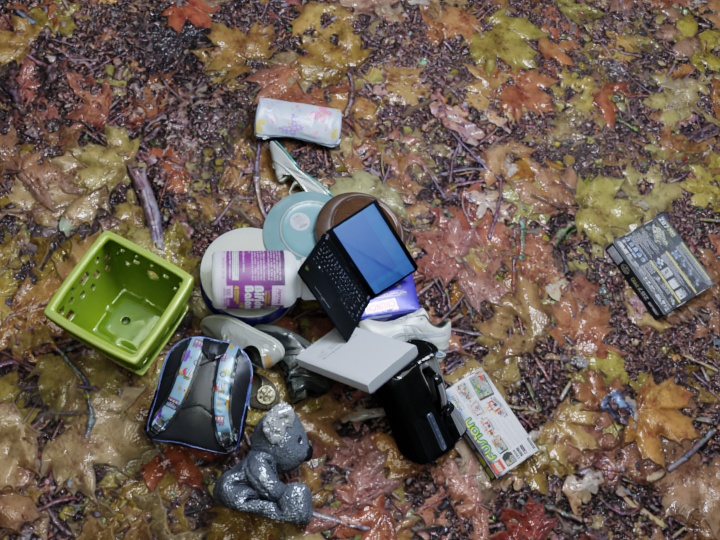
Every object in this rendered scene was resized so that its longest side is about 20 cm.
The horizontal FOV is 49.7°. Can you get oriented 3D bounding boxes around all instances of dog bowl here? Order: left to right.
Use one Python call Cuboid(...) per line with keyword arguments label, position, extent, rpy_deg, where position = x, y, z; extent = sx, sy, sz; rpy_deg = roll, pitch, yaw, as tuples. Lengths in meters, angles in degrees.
Cuboid(label="dog bowl", position=(-0.227, 0.016, 1.590), extent=(0.200, 0.079, 0.200), rpy_deg=(3, 67, -8))

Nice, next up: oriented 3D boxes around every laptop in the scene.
Cuboid(label="laptop", position=(0.000, 0.000, 1.490), extent=(0.177, 0.103, 0.200), rpy_deg=(56, 39, -22))

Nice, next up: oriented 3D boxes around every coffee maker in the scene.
Cuboid(label="coffee maker", position=(0.087, 0.259, 1.482), extent=(0.192, 0.135, 0.200), rpy_deg=(-21, 107, 2))

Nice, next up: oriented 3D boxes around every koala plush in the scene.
Cuboid(label="koala plush", position=(-0.160, 0.344, 1.415), extent=(0.183, 0.177, 0.200), rpy_deg=(12, 73, 3))

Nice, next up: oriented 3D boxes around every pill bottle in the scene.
Cuboid(label="pill bottle", position=(-0.183, 0.017, 1.492), extent=(0.200, 0.112, 0.112), rpy_deg=(-1, 68, -9))

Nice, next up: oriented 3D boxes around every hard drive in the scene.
Cuboid(label="hard drive", position=(-0.009, 0.160, 1.457), extent=(0.132, 0.200, 0.027), rpy_deg=(-35, 121, -34))

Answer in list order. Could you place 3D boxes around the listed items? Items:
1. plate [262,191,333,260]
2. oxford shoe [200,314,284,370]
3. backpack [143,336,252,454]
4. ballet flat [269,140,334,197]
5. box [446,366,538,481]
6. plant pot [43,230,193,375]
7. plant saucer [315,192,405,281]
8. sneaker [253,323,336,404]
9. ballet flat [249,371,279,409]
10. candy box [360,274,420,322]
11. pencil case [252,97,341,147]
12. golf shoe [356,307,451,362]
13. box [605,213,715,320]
Cuboid(label="plate", position=(-0.099, -0.079, 1.594), extent=(0.200, 0.026, 0.201), rpy_deg=(4, 66, -9))
Cuboid(label="oxford shoe", position=(-0.240, 0.139, 1.509), extent=(0.200, 0.075, 0.058), rpy_deg=(19, 45, 27))
Cuboid(label="backpack", position=(-0.291, 0.230, 1.448), extent=(0.182, 0.135, 0.200), rpy_deg=(11, 76, -3))
Cuboid(label="ballet flat", position=(-0.145, -0.201, 1.705), extent=(0.200, 0.069, 0.069), rpy_deg=(45, 68, 9))
Cuboid(label="box", position=(0.256, 0.308, 1.572), extent=(0.110, 0.035, 0.200), rpy_deg=(-28, 75, -18))
Cuboid(label="plant pot", position=(-0.444, 0.076, 1.475), extent=(0.200, 0.182, 0.199), rpy_deg=(29, 67, 3))
Cuboid(label="plant saucer", position=(0.008, -0.076, 1.590), extent=(0.200, 0.034, 0.201), rpy_deg=(8, 67, -20))
Cuboid(label="sneaker", position=(-0.142, 0.187, 1.535), extent=(0.199, 0.076, 0.114), rpy_deg=(31, 60, -2))
Cuboid(label="ballet flat", position=(-0.245, 0.205, 1.527), extent=(0.200, 0.046, 0.067), rpy_deg=(36, 68, 6))
Cuboid(label="candy box", position=(0.018, 0.013, 1.632), extent=(0.169, 0.077, 0.200), rpy_deg=(-6, 68, -13))
Cuboid(label="pencil case", position=(-0.140, -0.330, 1.742), extent=(0.200, 0.083, 0.091), rpy_deg=(5, 66, -7))
Cuboid(label="golf shoe", position=(0.092, 0.114, 1.578), extent=(0.200, 0.078, 0.097), rpy_deg=(16, 99, -20))
Cuboid(label="box", position=(0.678, -0.011, 1.763), extent=(0.161, 0.049, 0.200), rpy_deg=(-28, 75, -17))
